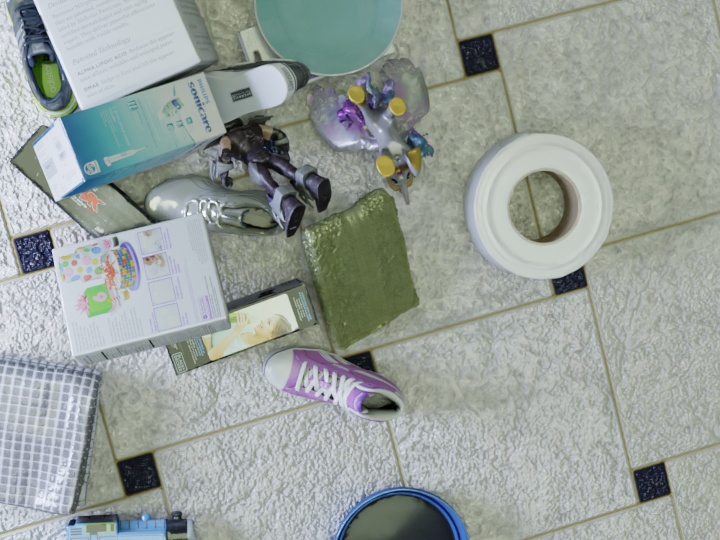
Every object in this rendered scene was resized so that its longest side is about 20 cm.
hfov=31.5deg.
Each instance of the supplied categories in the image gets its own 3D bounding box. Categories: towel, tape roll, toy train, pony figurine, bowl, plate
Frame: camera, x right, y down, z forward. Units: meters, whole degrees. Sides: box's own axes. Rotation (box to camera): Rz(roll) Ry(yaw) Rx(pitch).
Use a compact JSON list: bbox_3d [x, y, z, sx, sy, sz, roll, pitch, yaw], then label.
[{"bbox_3d":[-0.435,0.220,1.685,0.164,0.086,0.201,9,94,-8],"label":"towel"},{"bbox_3d":[0.245,-0.091,1.769,0.201,0.071,0.204,-1,95,-8],"label":"tape roll"},{"bbox_3d":[-0.306,0.385,1.721,0.199,0.087,0.115,-1,89,-8],"label":"toy train"},{"bbox_3d":[0.027,-0.190,1.685,0.166,0.200,0.194,-22,82,1],"label":"pony figurine"},{"bbox_3d":[0.000,0.000,1.718,0.148,0.036,0.201,-29,124,-20],"label":"towel"},{"bbox_3d":[0.056,0.401,1.797,0.199,0.039,0.202,-1,95,-9],"label":"bowl"},{"bbox_3d":[-0.042,-0.352,1.688,0.199,0.026,0.202,1,83,-5],"label":"plate"}]

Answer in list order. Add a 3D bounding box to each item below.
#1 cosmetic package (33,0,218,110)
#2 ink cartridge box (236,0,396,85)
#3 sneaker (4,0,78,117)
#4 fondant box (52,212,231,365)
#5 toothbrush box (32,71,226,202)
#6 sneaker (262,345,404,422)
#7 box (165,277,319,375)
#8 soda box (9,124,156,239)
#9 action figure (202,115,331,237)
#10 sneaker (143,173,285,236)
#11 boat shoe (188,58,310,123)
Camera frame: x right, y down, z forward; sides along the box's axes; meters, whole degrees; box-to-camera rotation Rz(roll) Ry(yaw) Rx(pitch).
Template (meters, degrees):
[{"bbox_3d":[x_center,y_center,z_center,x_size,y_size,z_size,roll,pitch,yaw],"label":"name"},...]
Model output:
[{"bbox_3d":[-0.299,-0.324,1.607,0.164,0.165,0.201,-23,97,5],"label":"cosmetic package"},{"bbox_3d":[-0.060,-0.307,1.721,0.199,0.039,0.100,-20,97,-8],"label":"ink cartridge box"},{"bbox_3d":[-0.411,-0.298,1.646,0.073,0.081,0.201,-18,97,-7],"label":"sneaker"},{"bbox_3d":[-0.277,0.024,1.618,0.199,0.058,0.145,-14,75,-5],"label":"fondant box"},{"bbox_3d":[-0.290,-0.166,1.598,0.199,0.146,0.086,-22,93,-27],"label":"toothbrush box"},{"bbox_3d":[-0.033,0.154,1.726,0.199,0.114,0.073,14,94,-8],"label":"sneaker"},{"bbox_3d":[-0.161,0.073,1.700,0.199,0.117,0.060,-19,95,-5],"label":"box"},{"bbox_3d":[-0.362,-0.101,1.680,0.200,0.063,0.071,43,88,-10],"label":"soda box"},{"bbox_3d":[-0.129,-0.139,1.677,0.130,0.070,0.200,-30,58,-26],"label":"action figure"},{"bbox_3d":[-0.188,-0.083,1.695,0.199,0.087,0.075,4,101,-7],"label":"sneaker"},{"bbox_3d":[-0.151,-0.240,1.666,0.068,0.199,0.072,-33,109,-48],"label":"boat shoe"}]
